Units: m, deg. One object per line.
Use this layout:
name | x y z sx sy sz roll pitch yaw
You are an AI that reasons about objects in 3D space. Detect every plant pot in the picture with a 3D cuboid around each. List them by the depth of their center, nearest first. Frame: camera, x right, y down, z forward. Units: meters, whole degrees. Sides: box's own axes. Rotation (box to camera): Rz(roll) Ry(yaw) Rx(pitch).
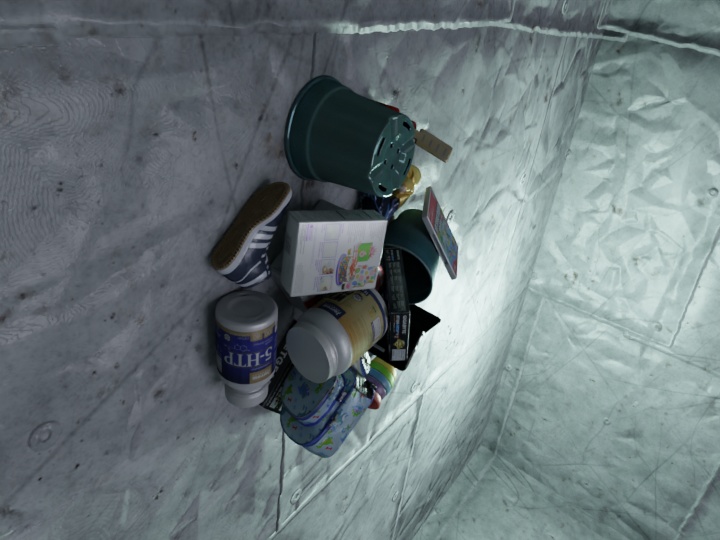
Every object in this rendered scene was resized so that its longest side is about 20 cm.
plant pot | -0.011 -0.242 1.007 0.199 0.192 0.206 -37 140 -38
plant pot | 0.126 -0.052 1.391 0.204 0.194 0.190 82 29 -44

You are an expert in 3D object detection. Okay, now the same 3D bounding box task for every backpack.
backpack | -0.092 0.288 1.175 0.146 0.181 0.203 36 85 -39

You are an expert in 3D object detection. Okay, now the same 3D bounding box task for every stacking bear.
stacking bear | 0.062 0.311 1.627 0.201 0.111 0.124 -51 149 -32

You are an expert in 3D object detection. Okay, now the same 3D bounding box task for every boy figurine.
boy figurine | 0.093 -0.193 1.333 0.203 0.063 0.124 -57 -177 -18

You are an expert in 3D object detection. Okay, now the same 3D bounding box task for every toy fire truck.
toy fire truck | 0.080 -0.253 1.144 0.127 0.196 0.182 -8 119 -55

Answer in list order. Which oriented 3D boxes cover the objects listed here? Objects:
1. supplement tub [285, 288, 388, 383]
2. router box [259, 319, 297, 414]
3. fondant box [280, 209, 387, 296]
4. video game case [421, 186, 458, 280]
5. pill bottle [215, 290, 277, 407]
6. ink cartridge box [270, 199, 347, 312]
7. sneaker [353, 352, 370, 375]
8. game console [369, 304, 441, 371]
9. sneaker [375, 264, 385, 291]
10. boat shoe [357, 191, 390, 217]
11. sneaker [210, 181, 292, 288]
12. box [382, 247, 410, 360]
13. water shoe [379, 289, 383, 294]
supplement tub | -0.046 0.124 1.097 0.198 0.141 0.149 -34 139 -44
router box | -0.158 0.237 1.254 0.204 0.050 0.149 -60 149 -11
fondant box | -0.051 -0.036 1.023 0.194 0.058 0.149 -4 117 -31
video game case | 0.210 -0.097 1.375 0.203 0.017 0.145 60 27 -29
pill bottle | -0.220 0.156 1.025 0.118 0.117 0.207 -28 134 -46
ink cartridge box | -0.090 -0.025 1.144 0.202 0.082 0.146 -53 149 -19
sneaker | -0.044 0.203 1.397 0.078 0.082 0.205 -71 144 -57
game console | 0.097 0.163 1.474 0.180 0.196 0.116 -63 149 -3
sneaker | -0.006 -0.014 1.158 0.086 0.073 0.204 -38 139 -19
boat shoe | 0.033 -0.189 1.257 0.069 0.082 0.206 44 56 -51
sneaker | -0.182 -0.060 0.979 0.202 0.069 0.109 -53 146 -12
box | 0.079 0.076 1.215 0.204 0.044 0.163 -94 -178 -46
water shoe | 0.001 0.105 1.286 0.198 0.079 0.073 -31 153 -40
